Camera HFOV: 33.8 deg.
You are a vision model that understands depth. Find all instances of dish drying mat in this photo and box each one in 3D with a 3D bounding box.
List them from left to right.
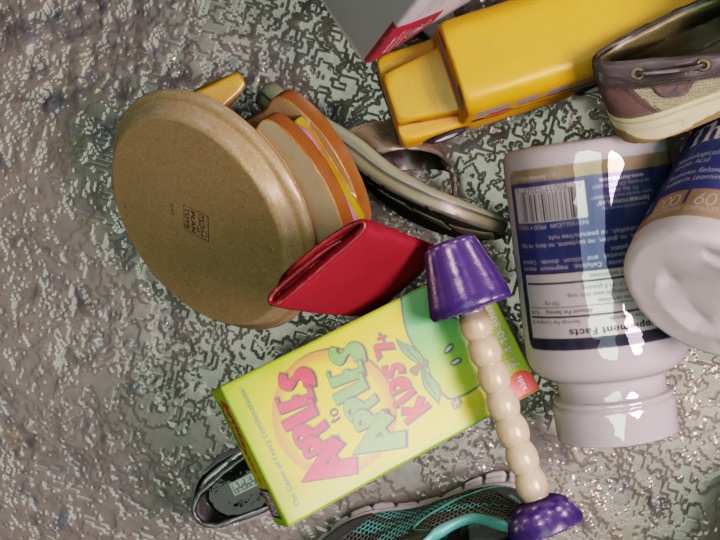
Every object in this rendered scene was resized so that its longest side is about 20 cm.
[{"bbox_3d":[0.000,0.000,0.775,0.077,0.200,0.018,-40,77,10],"label":"dish drying mat"}]

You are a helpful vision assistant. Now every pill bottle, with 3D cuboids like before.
[{"bbox_3d":[0.161,0.012,0.797,0.111,0.111,0.201,-7,94,9],"label":"pill bottle"},{"bbox_3d":[0.250,-0.053,0.730,0.111,0.111,0.200,33,60,4],"label":"pill bottle"}]

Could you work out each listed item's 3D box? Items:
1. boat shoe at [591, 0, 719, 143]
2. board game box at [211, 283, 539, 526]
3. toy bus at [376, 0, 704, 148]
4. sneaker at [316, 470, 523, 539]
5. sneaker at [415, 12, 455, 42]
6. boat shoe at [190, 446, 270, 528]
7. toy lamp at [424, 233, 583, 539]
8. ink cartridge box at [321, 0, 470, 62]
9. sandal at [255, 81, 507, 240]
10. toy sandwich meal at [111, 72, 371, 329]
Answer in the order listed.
[{"bbox_3d":[0.232,-0.143,0.694,0.200,0.073,0.065,-28,129,15],"label":"boat shoe"},{"bbox_3d":[0.012,0.082,0.813,0.200,0.048,0.102,-26,89,-17],"label":"board game box"},{"bbox_3d":[0.113,-0.141,0.772,0.200,0.078,0.065,-18,87,-2],"label":"toy bus"},{"bbox_3d":[0.038,0.202,0.842,0.200,0.091,0.078,-26,90,10],"label":"sneaker"},{"bbox_3d":[0.035,-0.253,0.815,0.081,0.075,0.200,-20,92,1],"label":"sneaker"},{"bbox_3d":[-0.034,0.128,0.856,0.199,0.068,0.074,-24,91,8],"label":"boat shoe"},{"bbox_3d":[0.091,0.075,0.781,0.058,0.058,0.200,-20,88,10],"label":"toy lamp"},{"bbox_3d":[0.060,-0.251,0.714,0.200,0.145,0.145,-33,90,-16],"label":"ink cartridge box"},{"bbox_3d":[0.019,-0.084,0.829,0.201,0.080,0.057,34,85,5],"label":"sandal"},{"bbox_3d":[-0.089,-0.051,0.831,0.205,0.070,0.206,23,132,28],"label":"toy sandwich meal"}]
